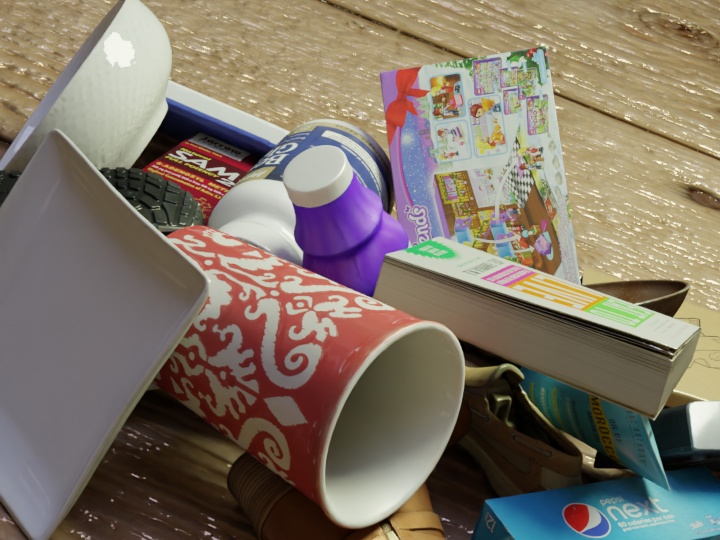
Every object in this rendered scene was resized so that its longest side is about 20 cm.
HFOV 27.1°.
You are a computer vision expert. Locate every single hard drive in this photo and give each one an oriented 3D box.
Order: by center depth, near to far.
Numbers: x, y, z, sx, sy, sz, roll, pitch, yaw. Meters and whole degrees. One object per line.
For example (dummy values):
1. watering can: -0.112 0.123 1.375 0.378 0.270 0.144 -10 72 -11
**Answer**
1. hard drive: 0.288 0.126 1.113 0.198 0.135 0.043 5 75 -26
2. hard drive: -0.140 -0.132 1.353 0.199 0.026 0.132 24 -9 11

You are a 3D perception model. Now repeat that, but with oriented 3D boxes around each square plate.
1. square plate: -0.195 0.039 0.960 0.198 0.201 0.028 41 11 37

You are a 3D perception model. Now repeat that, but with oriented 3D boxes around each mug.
1. mug: -0.042 0.065 0.962 0.199 0.134 0.177 26 -5 34

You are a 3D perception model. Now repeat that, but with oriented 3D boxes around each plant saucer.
1. plant saucer: 0.168 0.040 1.202 0.198 0.037 0.200 -9 4 1

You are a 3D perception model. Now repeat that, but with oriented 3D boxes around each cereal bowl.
1. cereal bowl: -0.217 -0.122 1.218 0.083 0.200 0.201 36 26 -15

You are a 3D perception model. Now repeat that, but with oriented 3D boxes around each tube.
1. tube: 0.170 0.101 1.085 0.050 0.078 0.200 -28 12 -10

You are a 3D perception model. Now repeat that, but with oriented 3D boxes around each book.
1. book: 0.122 0.030 1.009 0.198 0.049 0.133 20 14 17

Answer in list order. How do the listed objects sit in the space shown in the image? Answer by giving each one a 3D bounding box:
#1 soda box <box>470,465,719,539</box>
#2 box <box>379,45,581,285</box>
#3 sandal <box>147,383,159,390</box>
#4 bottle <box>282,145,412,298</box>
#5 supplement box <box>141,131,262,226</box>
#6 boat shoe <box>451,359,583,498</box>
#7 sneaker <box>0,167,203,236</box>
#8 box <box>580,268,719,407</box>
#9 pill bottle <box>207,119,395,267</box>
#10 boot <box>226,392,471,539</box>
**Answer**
1. soda box: 0.171 0.187 1.009 0.198 0.065 0.068 -3 34 -32
2. box: 0.094 -0.067 1.179 0.135 0.202 0.039 -7 -9 6
3. sandal: -0.108 0.079 1.072 0.200 0.050 0.083 0 16 -4
4. bottle: 0.000 0.000 1.066 0.065 0.201 0.084 16 56 37
5. supplement box: -0.139 -0.042 1.240 0.108 0.061 0.200 23 29 12
6. boat shoe: 0.097 0.099 1.108 0.071 0.077 0.200 -12 40 -40
7. sneaker: -0.217 -0.024 1.127 0.198 0.088 0.076 3 34 -2
8. box: 0.282 0.073 1.303 0.198 0.021 0.164 19 29 2
9. pill bottle: -0.053 -0.032 1.153 0.110 0.112 0.200 22 32 10
10. boot: 0.029 0.153 0.978 0.199 0.077 0.155 -12 38 -36
